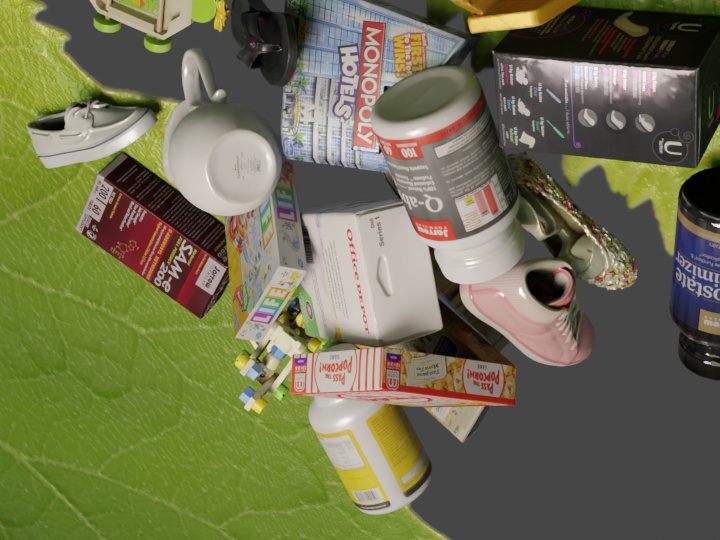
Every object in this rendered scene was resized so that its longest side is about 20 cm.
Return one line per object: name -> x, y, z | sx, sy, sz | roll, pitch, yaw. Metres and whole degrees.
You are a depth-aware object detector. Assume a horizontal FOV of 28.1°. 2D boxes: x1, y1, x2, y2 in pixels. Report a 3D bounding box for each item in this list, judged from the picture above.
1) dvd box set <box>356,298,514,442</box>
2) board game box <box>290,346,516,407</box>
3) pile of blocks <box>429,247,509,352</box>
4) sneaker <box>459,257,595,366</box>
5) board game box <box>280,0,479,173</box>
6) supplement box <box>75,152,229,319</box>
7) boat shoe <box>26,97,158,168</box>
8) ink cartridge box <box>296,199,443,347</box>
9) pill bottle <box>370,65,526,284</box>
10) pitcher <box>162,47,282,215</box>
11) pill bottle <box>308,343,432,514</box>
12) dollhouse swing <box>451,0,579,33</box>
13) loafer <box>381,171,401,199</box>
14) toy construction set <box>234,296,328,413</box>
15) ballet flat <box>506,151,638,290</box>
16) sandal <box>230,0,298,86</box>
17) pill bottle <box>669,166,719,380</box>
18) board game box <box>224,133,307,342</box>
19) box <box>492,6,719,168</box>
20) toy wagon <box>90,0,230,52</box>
dvd box set -> 0.076, 0.093, 1.687 | 0.200, 0.029, 0.147 | 41, 141, 16
board game box -> 0.047, 0.118, 1.561 | 0.151, 0.199, 0.047 | -8, 76, 49
pile of blocks -> 0.111, 0.003, 1.636 | 0.062, 0.082, 0.200 | -45, 107, -2
sneaker -> 0.208, 0.045, 1.535 | 0.200, 0.076, 0.104 | 29, 152, -35
board game box -> 0.017, -0.200, 1.497 | 0.198, 0.062, 0.202 | 9, 103, 18
supplement box -> -0.250, -0.042, 1.801 | 0.199, 0.061, 0.109 | 35, 132, 3
boat shoe -> -0.333, -0.174, 1.747 | 0.199, 0.074, 0.066 | -12, 120, 35
ink cartridge box -> 0.000, 0.000, 1.580 | 0.200, 0.083, 0.146 | 3, 106, 65
pill bottle -> 0.094, -0.093, 1.441 | 0.115, 0.116, 0.201 | -3, 127, 31
pitcher -> -0.162, -0.155, 1.594 | 0.200, 0.120, 0.173 | -147, 50, -65
pill bottle -> 0.003, 0.195, 1.788 | 0.111, 0.112, 0.201 | -12, 115, 35
dollhouse swing -> 0.187, -0.329, 1.280 | 0.175, 0.181, 0.201 | 16, 131, 46
loafer -> 0.101, -0.073, 1.557 | 0.200, 0.072, 0.063 | 46, 172, -10
toy construction set -> -0.091, 0.089, 1.737 | 0.092, 0.200, 0.131 | 35, 102, -8
ballet flat -> 0.211, -0.040, 1.533 | 0.200, 0.064, 0.076 | 43, 131, -4
sandal -> -0.112, -0.243, 1.503 | 0.200, 0.048, 0.076 | -134, 47, -59
pill bottle -> 0.369, 0.006, 1.442 | 0.111, 0.112, 0.201 | 12, 127, 23
board game box -> -0.112, -0.039, 1.641 | 0.034, 0.201, 0.135 | 11, 137, -24
box -> 0.240, -0.179, 1.376 | 0.199, 0.122, 0.107 | 9, 126, 25
toy wagon -> -0.229, -0.322, 1.605 | 0.199, 0.040, 0.156 | 23, 131, 13
